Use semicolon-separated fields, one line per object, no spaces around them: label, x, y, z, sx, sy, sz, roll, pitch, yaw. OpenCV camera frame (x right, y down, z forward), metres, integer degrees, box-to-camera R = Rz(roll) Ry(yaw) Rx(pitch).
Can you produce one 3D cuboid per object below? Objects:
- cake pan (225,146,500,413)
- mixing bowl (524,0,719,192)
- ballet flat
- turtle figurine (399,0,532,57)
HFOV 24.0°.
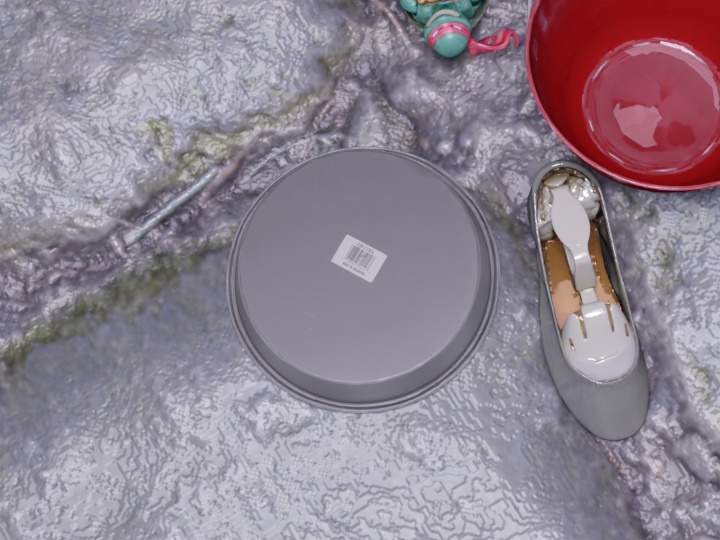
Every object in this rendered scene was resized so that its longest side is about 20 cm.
cake pan;0.000;0.000;1.206;0.199;0.037;0.201;-1;73;4
mixing bowl;0.212;-0.135;1.191;0.199;0.108;0.201;-1;74;2
ballet flat;0.154;0.018;1.174;0.067;0.064;0.201;-12;73;1
turtle figurine;0.056;-0.228;1.237;0.149;0.101;0.201;-4;59;-8
